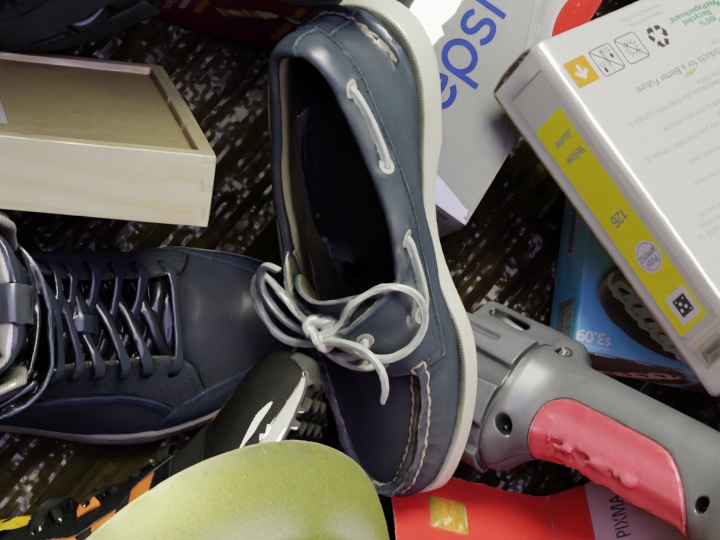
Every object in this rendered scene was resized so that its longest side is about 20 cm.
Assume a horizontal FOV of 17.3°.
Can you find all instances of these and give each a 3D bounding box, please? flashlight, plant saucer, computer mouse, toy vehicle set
[{"bbox_3d":[0.106,0.082,0.891,0.068,0.199,0.068,-12,121,-52],"label":"flashlight"},{"bbox_3d":[-0.057,0.151,0.828,0.200,0.200,0.031,-41,53,-18],"label":"plant saucer"},{"bbox_3d":[-0.076,-0.099,0.869,0.059,0.199,0.034,29,69,-49],"label":"computer mouse"},{"bbox_3d":[-0.160,-0.056,0.861,0.199,0.124,0.027,5,108,-15],"label":"toy vehicle set"}]

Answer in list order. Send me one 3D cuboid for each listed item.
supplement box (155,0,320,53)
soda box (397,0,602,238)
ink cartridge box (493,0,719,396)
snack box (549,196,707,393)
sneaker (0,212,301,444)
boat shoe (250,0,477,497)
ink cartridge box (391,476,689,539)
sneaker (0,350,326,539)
[{"bbox_3d":[-0.079,-0.174,0.913,0.199,0.103,0.132,17,77,-13],"label":"supplement box"},{"bbox_3d":[0.056,-0.111,0.962,0.068,0.063,0.200,35,74,-8],"label":"soda box"},{"bbox_3d":[0.181,-0.030,0.933,0.197,0.047,0.201,-25,78,-38],"label":"ink cartridge box"},{"bbox_3d":[0.181,-0.002,0.993,0.199,0.037,0.117,11,77,-14],"label":"snack box"},{"bbox_3d":[-0.103,0.021,0.853,0.201,0.146,0.077,-6,81,-18],"label":"sneaker"},{"bbox_3d":[0.000,0.000,0.879,0.062,0.075,0.201,-33,130,-47],"label":"boat shoe"},{"bbox_3d":[0.115,0.130,0.899,0.199,0.050,0.161,16,33,-14],"label":"ink cartridge box"},{"bbox_3d":[-0.094,0.102,0.863,0.090,0.070,0.201,33,91,11],"label":"sneaker"}]
